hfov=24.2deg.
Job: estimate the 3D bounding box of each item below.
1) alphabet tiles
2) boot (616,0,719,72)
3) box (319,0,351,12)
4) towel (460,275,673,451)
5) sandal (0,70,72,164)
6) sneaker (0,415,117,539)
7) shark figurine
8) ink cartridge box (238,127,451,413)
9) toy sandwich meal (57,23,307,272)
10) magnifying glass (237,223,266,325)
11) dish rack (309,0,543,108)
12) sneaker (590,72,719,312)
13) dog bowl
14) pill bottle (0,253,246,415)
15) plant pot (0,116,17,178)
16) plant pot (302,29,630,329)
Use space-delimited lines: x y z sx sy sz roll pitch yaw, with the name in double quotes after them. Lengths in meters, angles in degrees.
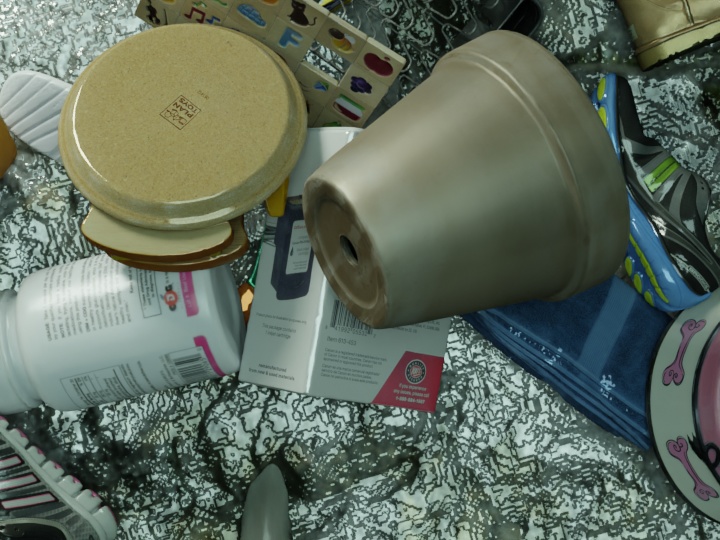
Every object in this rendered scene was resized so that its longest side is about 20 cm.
-0.078 -0.171 1.293 0.200 0.167 0.008 32 59 -4 "alphabet tiles"
0.263 -0.283 1.360 0.175 0.066 0.200 -22 89 -4 "boot"
-0.020 -0.247 1.341 0.200 0.070 0.064 -28 91 -3 "box"
0.175 0.044 1.327 0.200 0.049 0.112 36 67 -14 "towel"
-0.187 -0.103 1.331 0.206 0.059 0.079 32 114 6 "sandal"
-0.282 0.176 1.288 0.200 0.074 0.088 40 49 -17 "sneaker"
-0.036 0.272 1.321 0.214 0.090 0.128 43 88 1 "shark figurine"
0.000 0.000 1.296 0.145 0.084 0.200 12 87 -44 "ink cartridge box"
-0.130 -0.093 1.252 0.205 0.070 0.206 -1 60 1 "toy sandwich meal"
-0.071 0.000 1.357 0.080 0.022 0.200 41 88 -1 "magnifying glass"
0.025 -0.203 1.296 0.200 0.055 0.153 33 103 -33 "dish rack"
0.235 -0.065 1.346 0.083 0.071 0.200 -17 76 -18 "sneaker"
0.328 0.105 1.318 0.200 0.074 0.201 2 85 -23 "dog bowl"
-0.197 0.045 1.297 0.200 0.113 0.114 -13 89 6 "pill bottle"
-0.369 -0.074 1.270 0.200 0.200 0.183 45 72 -1 "plant pot"
0.060 -0.047 1.181 0.173 0.200 0.200 -25 90 -20 "plant pot"
